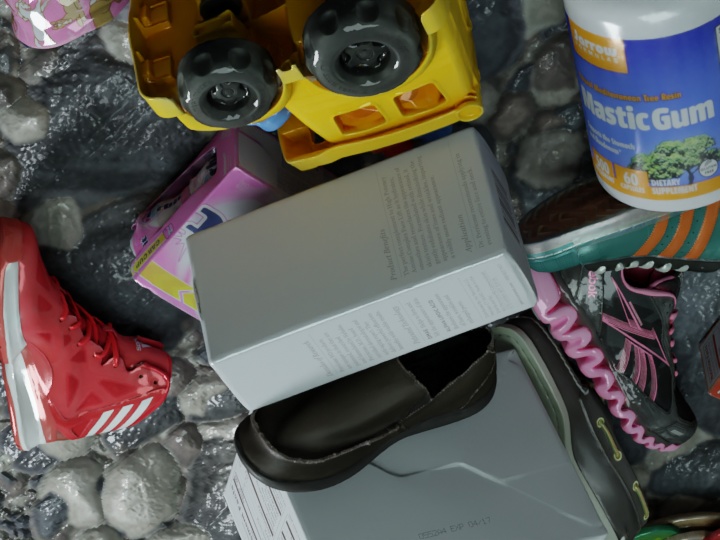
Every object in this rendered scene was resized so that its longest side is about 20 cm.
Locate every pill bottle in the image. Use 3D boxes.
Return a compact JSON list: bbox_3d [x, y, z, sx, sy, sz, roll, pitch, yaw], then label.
[{"bbox_3d":[0.183,-0.146,1.509,0.111,0.112,0.201,-11,127,6],"label":"pill bottle"}]

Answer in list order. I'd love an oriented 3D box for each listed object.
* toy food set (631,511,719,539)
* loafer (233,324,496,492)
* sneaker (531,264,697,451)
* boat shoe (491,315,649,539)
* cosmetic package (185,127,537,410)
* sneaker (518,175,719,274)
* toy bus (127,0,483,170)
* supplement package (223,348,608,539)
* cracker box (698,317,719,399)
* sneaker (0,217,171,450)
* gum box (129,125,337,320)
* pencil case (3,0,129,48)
[{"bbox_3d":[0.246,0.253,1.843,0.198,0.049,0.200,-40,122,23],"label":"toy food set"},{"bbox_3d":[0.006,0.075,1.580,0.199,0.073,0.072,-24,151,-31],"label":"loafer"},{"bbox_3d":[0.189,0.041,1.682,0.095,0.079,0.200,-34,123,8],"label":"sneaker"},{"bbox_3d":[0.145,0.112,1.735,0.071,0.060,0.202,7,127,51],"label":"boat shoe"},{"bbox_3d":[0.000,0.000,1.530,0.199,0.102,0.074,-20,145,12],"label":"cosmetic package"},{"bbox_3d":[0.197,-0.026,1.596,0.198,0.071,0.080,-19,114,-10],"label":"sneaker"},{"bbox_3d":[-0.020,-0.129,1.519,0.198,0.137,0.192,-17,142,12],"label":"toy bus"},{"bbox_3d":[0.033,0.161,1.639,0.198,0.156,0.111,-11,146,-24],"label":"supplement package"},{"bbox_3d":[0.339,0.023,1.676,0.133,0.058,0.201,22,124,-17],"label":"cracker box"},{"bbox_3d":[-0.188,0.036,1.668,0.114,0.079,0.201,-8,139,-7],"label":"sneaker"},{"bbox_3d":[-0.046,-0.006,1.634,0.199,0.066,0.114,32,118,-23],"label":"gum box"},{"bbox_3d":[-0.208,-0.228,1.451,0.086,0.083,0.201,-9,129,24],"label":"pencil case"}]
